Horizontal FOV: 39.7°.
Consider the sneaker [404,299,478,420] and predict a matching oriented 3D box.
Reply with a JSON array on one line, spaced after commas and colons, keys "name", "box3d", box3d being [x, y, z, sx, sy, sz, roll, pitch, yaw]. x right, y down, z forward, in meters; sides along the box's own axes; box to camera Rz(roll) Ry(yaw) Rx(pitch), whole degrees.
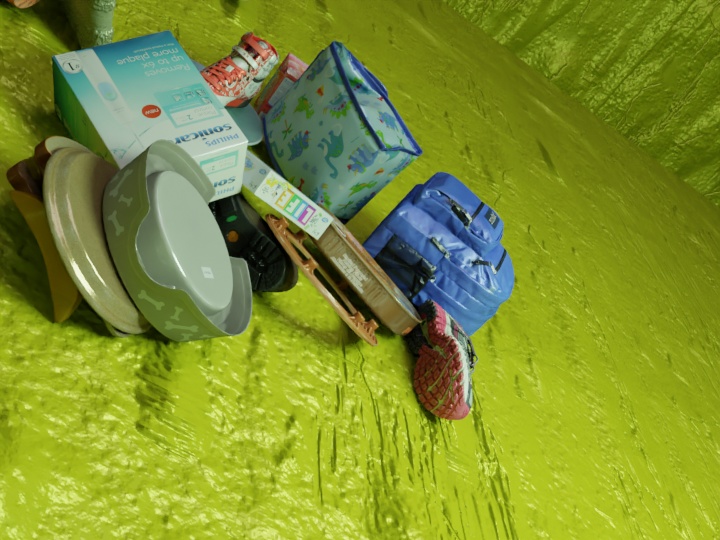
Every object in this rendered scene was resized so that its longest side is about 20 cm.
[{"name": "sneaker", "box3d": [0.113, 0.111, 1.234, 0.074, 0.081, 0.201, 32, 25, -22]}]

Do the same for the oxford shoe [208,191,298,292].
[{"name": "oxford shoe", "box3d": [-0.144, -0.047, 1.159, 0.200, 0.073, 0.084, 52, 10, 19]}]

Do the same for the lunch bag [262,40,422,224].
[{"name": "lunch bag", "box3d": [-0.038, -0.190, 1.388, 0.127, 0.170, 0.201, -3, 56, -57]}]

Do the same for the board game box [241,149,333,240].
[{"name": "board game box", "box3d": [-0.135, -0.123, 1.220, 0.200, 0.034, 0.134, 40, 2, 39]}]

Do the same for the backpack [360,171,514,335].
[{"name": "backpack", "box3d": [0.121, -0.017, 1.363, 0.200, 0.168, 0.163, 44, 31, -2]}]

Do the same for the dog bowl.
[{"name": "dog bowl", "box3d": [-0.177, -0.022, 0.966, 0.200, 0.058, 0.202, -22, 90, -76]}]

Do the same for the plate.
[{"name": "plate", "box3d": [-0.224, -0.236, 1.398, 0.199, 0.026, 0.201, 33, 24, -17]}]

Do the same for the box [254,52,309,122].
[{"name": "box", "box3d": [-0.057, -0.229, 1.535, 0.199, 0.103, 0.095, 31, 26, -18]}]

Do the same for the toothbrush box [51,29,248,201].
[{"name": "toothbrush box", "box3d": [-0.236, -0.160, 1.108, 0.145, 0.086, 0.201, -20, 59, -27]}]

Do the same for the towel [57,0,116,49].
[{"name": "towel", "box3d": [-0.362, -0.372, 1.295, 0.036, 0.149, 0.201, -12, 52, -28]}]

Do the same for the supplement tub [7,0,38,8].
[{"name": "supplement tub", "box3d": [-0.473, -0.429, 1.242, 0.200, 0.123, 0.123, 41, 24, 0]}]

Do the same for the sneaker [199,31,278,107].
[{"name": "sneaker", "box3d": [-0.181, -0.271, 1.356, 0.067, 0.108, 0.201, 43, 25, 6]}]

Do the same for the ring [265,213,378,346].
[{"name": "ring", "box3d": [-0.041, 0.007, 1.171, 0.201, 0.019, 0.200, 51, 3, -4]}]

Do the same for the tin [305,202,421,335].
[{"name": "tin", "box3d": [0.000, 0.000, 1.262, 0.200, 0.042, 0.112, 50, 2, 7]}]

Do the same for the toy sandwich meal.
[{"name": "toy sandwich meal", "box3d": [-0.257, -0.029, 0.936, 0.205, 0.070, 0.207, -22, 90, -77]}]
